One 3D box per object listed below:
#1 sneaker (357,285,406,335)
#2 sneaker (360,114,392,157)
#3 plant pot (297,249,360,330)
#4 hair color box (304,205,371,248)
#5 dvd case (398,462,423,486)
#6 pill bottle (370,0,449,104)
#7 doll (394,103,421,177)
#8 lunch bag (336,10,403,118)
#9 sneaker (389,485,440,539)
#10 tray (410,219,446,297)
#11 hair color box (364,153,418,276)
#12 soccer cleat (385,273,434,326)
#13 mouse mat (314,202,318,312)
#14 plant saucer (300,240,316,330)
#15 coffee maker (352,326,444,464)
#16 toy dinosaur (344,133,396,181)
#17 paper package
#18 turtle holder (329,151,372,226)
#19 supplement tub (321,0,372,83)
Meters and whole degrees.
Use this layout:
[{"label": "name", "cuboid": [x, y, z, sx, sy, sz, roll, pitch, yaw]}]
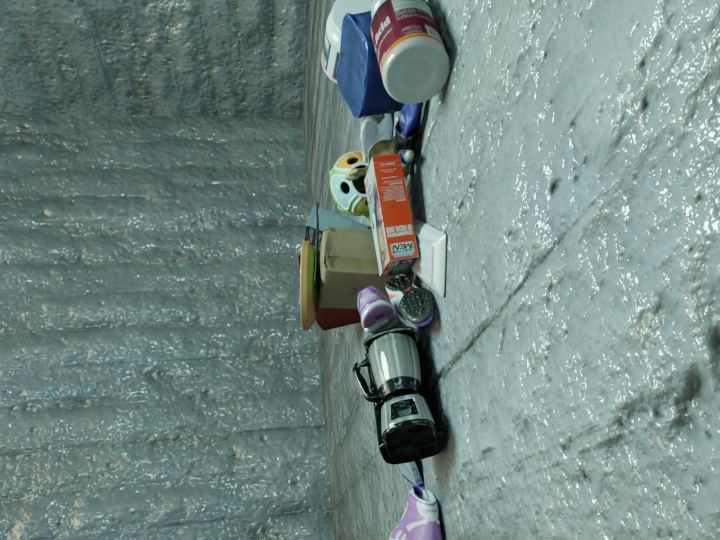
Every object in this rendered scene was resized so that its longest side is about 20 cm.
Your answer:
[{"label": "sneaker", "cuboid": [0.045, 0.102, 1.157, 0.089, 0.079, 0.202, 58, 178, 44]}, {"label": "sneaker", "cuboid": [0.034, -0.373, 1.381, 0.114, 0.073, 0.207, -112, 28, -65]}, {"label": "plant pot", "cuboid": [-0.074, 0.060, 1.807, 0.202, 0.193, 0.181, -106, 4, -53]}, {"label": "hair color box", "cuboid": [-0.040, -0.082, 1.482, 0.099, 0.194, 0.062, 114, 176, -67]}, {"label": "dvd case", "cuboid": [0.073, 0.346, 1.254, 0.143, 0.017, 0.206, 138, 112, -77]}, {"label": "pill bottle", "cuboid": [0.076, -0.389, 0.998, 0.116, 0.110, 0.205, 100, 164, -50]}, {"label": "doll", "cuboid": [0.089, -0.263, 1.135, 0.204, 0.047, 0.139, 99, 166, -47]}, {"label": "lunch bag", "cuboid": [0.037, -0.410, 1.196, 0.203, 0.128, 0.138, 103, 147, -52]}, {"label": "sneaker", "cuboid": [0.106, 0.477, 1.137, 0.201, 0.070, 0.118, 130, 142, -61]}, {"label": "tray", "cuboid": [0.117, -0.028, 1.091, 0.200, 0.021, 0.112, -129, 37, -74]}, {"label": "hair color box", "cuboid": [0.056, -0.105, 1.148, 0.111, 0.062, 0.207, 117, 143, -73]}, {"label": "soccer cleat", "cuboid": [0.100, 0.070, 1.128, 0.075, 0.067, 0.200, 67, 174, -20]}, {"label": "mouse mat", "cuboid": [-0.098, -0.028, 1.335, 0.162, 0.007, 0.206, 96, 173, -62]}, {"label": "plant saucer", "cuboid": [-0.119, 0.035, 1.379, 0.200, 0.031, 0.209, 179, 90, -88]}, {"label": "coffee maker", "cuboid": [0.086, 0.237, 1.086, 0.192, 0.132, 0.205, 41, -151, -42]}, {"label": "toy dinosaur", "cuboid": [0.058, -0.238, 1.223, 0.101, 0.200, 0.058, 40, -176, -46]}, {"label": "paper package", "cuboid": [0.000, 0.000, 1.299, 0.201, 0.183, 0.107, 108, 163, -63]}, {"label": "turtle holder", "cuboid": [-0.003, -0.192, 1.432, 0.132, 0.136, 0.193, -173, 82, -79]}, {"label": "supplement tub", "cuboid": [-0.025, -0.574, 1.488, 0.200, 0.135, 0.146, 126, 141, -74]}]
